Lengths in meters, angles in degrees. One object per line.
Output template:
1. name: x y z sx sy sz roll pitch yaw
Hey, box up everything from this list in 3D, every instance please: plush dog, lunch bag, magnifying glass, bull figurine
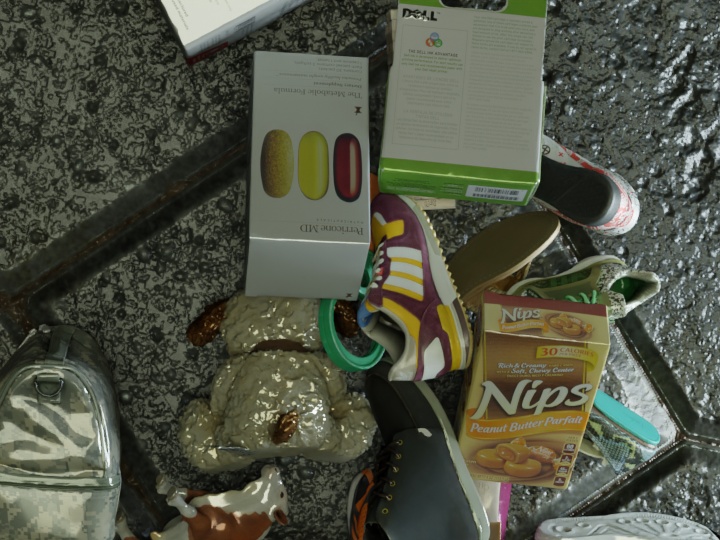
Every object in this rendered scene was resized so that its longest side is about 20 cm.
1. plush dog: -0.083 0.091 1.406 0.197 0.161 0.174 -4 71 -5
2. lunch bag: -0.285 0.147 1.354 0.137 0.200 0.170 7 96 -9
3. magnifying glass: 0.000 0.000 1.412 0.079 0.022 0.202 28 56 -38
4. bull figurine: -0.160 0.251 1.407 0.121 0.065 0.200 35 111 -26

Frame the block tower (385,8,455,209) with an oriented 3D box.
1. block tower: 0.059 -0.152 1.438 0.057 0.054 0.203 -3 94 -5

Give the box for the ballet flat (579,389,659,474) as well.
1. ballet flat: 0.206 0.134 1.468 0.199 0.074 0.074 40 89 -3

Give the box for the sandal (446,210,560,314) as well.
1. sandal: 0.115 0.025 1.456 0.211 0.078 0.070 -34 125 -6

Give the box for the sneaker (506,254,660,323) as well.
1. sneaker: 0.210 0.033 1.409 0.199 0.088 0.078 -27 102 -34

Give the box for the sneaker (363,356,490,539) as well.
1. sneaker: 0.034 0.181 1.370 0.105 0.075 0.202 -19 72 -29

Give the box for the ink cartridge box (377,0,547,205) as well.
1. ink cartridge box: 0.098 -0.173 1.372 0.146 0.076 0.203 6 78 1

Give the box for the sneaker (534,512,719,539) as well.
1. sneaker: 0.261 0.328 1.482 0.197 0.081 0.149 1 102 -9

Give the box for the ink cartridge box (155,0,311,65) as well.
1. ink cartridge box: -0.093 -0.279 1.369 0.198 0.147 0.084 -29 94 -4

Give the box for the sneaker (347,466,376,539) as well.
1. sneaker: 0.016 0.298 1.432 0.076 0.112 0.203 -4 94 -5

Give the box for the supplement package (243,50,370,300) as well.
1. supplement package: -0.050 -0.087 1.360 0.112 0.110 0.202 2 61 -6

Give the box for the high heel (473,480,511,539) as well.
1. high heel: 0.128 0.203 1.480 0.066 0.096 0.203 2 72 -3

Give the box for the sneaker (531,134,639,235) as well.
1. sneaker: 0.183 -0.096 1.448 0.200 0.108 0.068 34 100 29

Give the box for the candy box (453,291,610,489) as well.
1. candy box: 0.153 0.114 1.356 0.114 0.056 0.202 6 133 -2

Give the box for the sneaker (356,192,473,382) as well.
1. sneaker: 0.031 0.011 1.358 0.089 0.075 0.201 -12 54 -18
